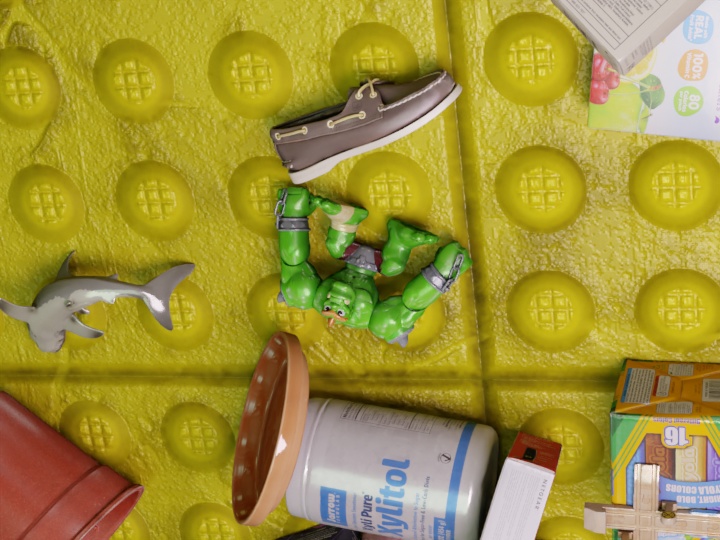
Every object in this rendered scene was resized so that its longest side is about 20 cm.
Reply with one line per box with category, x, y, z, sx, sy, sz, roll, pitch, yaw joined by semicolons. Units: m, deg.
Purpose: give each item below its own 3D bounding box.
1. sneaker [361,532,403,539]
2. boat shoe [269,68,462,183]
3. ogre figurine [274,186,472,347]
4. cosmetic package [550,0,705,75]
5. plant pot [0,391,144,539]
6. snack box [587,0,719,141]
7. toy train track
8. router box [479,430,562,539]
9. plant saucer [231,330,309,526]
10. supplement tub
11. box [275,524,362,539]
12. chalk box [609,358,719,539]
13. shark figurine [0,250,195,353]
sneaker;0.016;0.321;1.461;0.105;0.200;0.075;-18;107;-17
boat shoe;0.002;-0.148;1.345;0.200;0.072;0.060;-23;107;30
ogre figurine;0.000;0.000;1.398;0.200;0.098;0.120;16;99;-7
cosmetic package;0.258;-0.271;1.172;0.200;0.071;0.105;-42;79;9
plant pot;-0.381;0.252;1.570;0.195;0.201;0.201;42;118;6
snack box;0.308;-0.190;1.244;0.200;0.053;0.142;8;114;14
toy train track;0.306;0.240;1.299;0.200;0.033;0.115;2;113;14
router box;0.144;0.269;1.384;0.049;0.179;0.200;17;95;9
plant saucer;-0.090;0.162;1.438;0.032;0.200;0.201;13;118;-15
supplement tub;0.035;0.209;1.451;0.200;0.132;0.132;8;114;13
box;-0.061;0.372;1.509;0.122;0.200;0.106;-23;104;24
chalk box;0.311;0.203;1.369;0.124;0.125;0.200;2;111;16
shark figurine;-0.294;0.016;1.503;0.214;0.090;0.128;-18;140;31
